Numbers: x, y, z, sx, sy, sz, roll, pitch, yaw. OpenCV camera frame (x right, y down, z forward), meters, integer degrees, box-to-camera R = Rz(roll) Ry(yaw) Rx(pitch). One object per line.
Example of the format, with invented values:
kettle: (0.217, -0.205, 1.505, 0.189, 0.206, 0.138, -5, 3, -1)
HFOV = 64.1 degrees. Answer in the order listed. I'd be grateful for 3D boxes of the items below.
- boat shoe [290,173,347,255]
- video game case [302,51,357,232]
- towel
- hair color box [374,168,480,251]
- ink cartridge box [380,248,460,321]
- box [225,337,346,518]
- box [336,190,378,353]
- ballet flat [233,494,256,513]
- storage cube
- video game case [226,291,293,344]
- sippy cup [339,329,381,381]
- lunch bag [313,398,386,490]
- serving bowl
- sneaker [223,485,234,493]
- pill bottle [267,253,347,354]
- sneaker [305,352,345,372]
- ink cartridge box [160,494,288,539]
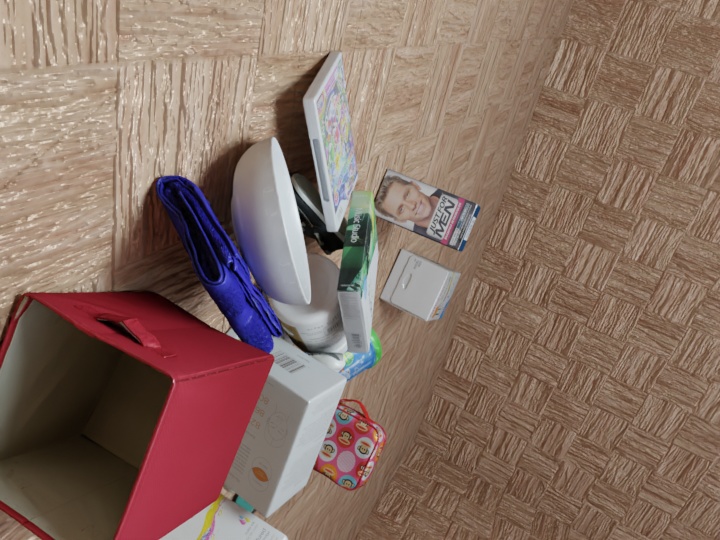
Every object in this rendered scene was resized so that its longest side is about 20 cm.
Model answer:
boat shoe: (-0.069, -0.075, 0.876, 0.060, 0.076, 0.200, -28, 147, 11)
video game case: (-0.036, -0.176, 0.797, 0.144, 0.018, 0.201, -73, 162, -46)
towel: (-0.146, 0.000, 0.629, 0.049, 0.148, 0.200, -28, 153, -10)
hair color box: (0.130, -0.122, 1.167, 0.101, 0.199, 0.060, -68, 162, 6)
ink cartridge box: (0.167, 0.042, 1.570, 0.148, 0.144, 0.200, -67, 161, 6)
box: (-0.135, 0.218, 0.842, 0.106, 0.152, 0.201, -15, 130, -61)
box: (0.000, 0.000, 0.860, 0.145, 0.036, 0.201, 82, 10, -49)
ballet flat: (-0.186, 0.392, 1.152, 0.201, 0.068, 0.068, -55, 171, -3)
storage cube: (-0.218, 0.133, 0.546, 0.201, 0.170, 0.180, -68, 163, 5)
video game case: (-0.173, 0.133, 0.914, 0.200, 0.023, 0.183, -53, 158, -35)
sippy cup: (-0.047, 0.171, 1.170, 0.130, 0.139, 0.179, -37, 124, -38)
lunch bag: (-0.048, 0.369, 1.285, 0.177, 0.199, 0.082, -64, 157, -4)
serving bowl: (-0.111, -0.053, 0.688, 0.200, 0.065, 0.202, 169, -90, -89)
sneaker: (-0.173, 0.324, 1.059, 0.201, 0.076, 0.112, -63, 152, -29)
pill bottle: (-0.069, 0.068, 0.909, 0.115, 0.114, 0.200, -59, 160, -21)
sneaker: (-0.090, 0.194, 0.914, 0.074, 0.088, 0.200, 10, 139, -45)
ink cartridge box: (-0.222, 0.411, 0.835, 0.148, 0.199, 0.086, -52, 157, -36)
